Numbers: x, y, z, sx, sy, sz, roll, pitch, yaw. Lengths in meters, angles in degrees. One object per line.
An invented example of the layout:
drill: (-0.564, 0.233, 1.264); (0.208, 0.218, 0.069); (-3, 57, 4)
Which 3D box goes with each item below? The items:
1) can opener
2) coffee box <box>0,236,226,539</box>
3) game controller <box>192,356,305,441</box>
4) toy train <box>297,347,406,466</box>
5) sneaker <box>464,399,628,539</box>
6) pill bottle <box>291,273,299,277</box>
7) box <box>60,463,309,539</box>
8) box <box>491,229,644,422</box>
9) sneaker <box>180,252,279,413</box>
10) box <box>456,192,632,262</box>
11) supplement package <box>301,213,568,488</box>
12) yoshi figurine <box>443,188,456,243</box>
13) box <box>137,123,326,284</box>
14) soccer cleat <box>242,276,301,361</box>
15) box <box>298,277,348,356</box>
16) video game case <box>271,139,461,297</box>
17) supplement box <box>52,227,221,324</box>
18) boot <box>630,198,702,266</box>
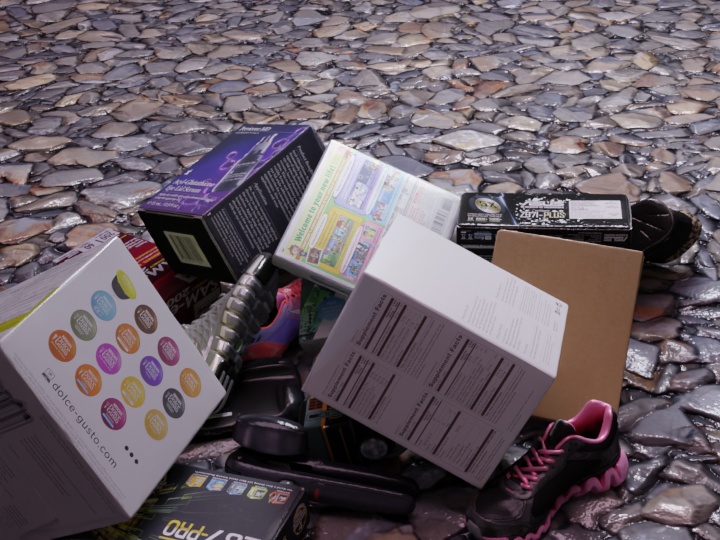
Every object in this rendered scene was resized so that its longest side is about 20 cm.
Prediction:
can opener: (-0.040, 0.206, 1.141); (0.199, 0.079, 0.063); (16, 35, 11)
coffee box: (-0.293, 0.121, 1.113); (0.199, 0.200, 0.198); (-21, 19, 33)
game controller: (-0.163, 0.147, 1.287); (0.199, 0.042, 0.105); (-8, 45, -6)
toy train: (-0.008, 0.136, 1.239); (0.113, 0.086, 0.200); (-10, 29, 8)
sneaker: (0.179, 0.188, 1.110); (0.199, 0.096, 0.079); (-26, 38, -30)
pill bottle: (-0.045, -0.079, 1.575); (0.110, 0.111, 0.200); (3, 31, 11)
box: (-0.169, 0.255, 1.082); (0.199, 0.049, 0.161); (8, 35, 22)
box: (0.211, 0.064, 1.247); (0.163, 0.021, 0.201); (9, 77, 12)
sneaker: (-0.175, 0.055, 1.281); (0.115, 0.075, 0.201); (12, 60, 22)
box: (0.216, -0.001, 1.360); (0.199, 0.164, 0.086); (1, 30, 9)
supplement package: (0.076, 0.075, 1.128); (0.199, 0.151, 0.152); (29, 28, 1)
yoshi figurine: (0.124, -0.048, 1.511); (0.199, 0.112, 0.113); (-5, 37, 4)
box: (-0.145, -0.087, 1.418); (0.148, 0.105, 0.200); (7, 44, 47)
soccer cleat: (-0.089, 0.044, 1.403); (0.066, 0.077, 0.200); (14, 35, 25)
box: (0.000, 0.000, 1.383); (0.144, 0.036, 0.201); (-11, 51, 14)
video game case: (0.014, -0.048, 1.343); (0.181, 0.022, 0.200); (24, 52, -1)
supplement box: (-0.291, 0.014, 1.496); (0.199, 0.061, 0.109); (17, 36, 29)
boot: (0.331, -0.028, 1.466); (0.200, 0.073, 0.150); (-33, -19, 32)
